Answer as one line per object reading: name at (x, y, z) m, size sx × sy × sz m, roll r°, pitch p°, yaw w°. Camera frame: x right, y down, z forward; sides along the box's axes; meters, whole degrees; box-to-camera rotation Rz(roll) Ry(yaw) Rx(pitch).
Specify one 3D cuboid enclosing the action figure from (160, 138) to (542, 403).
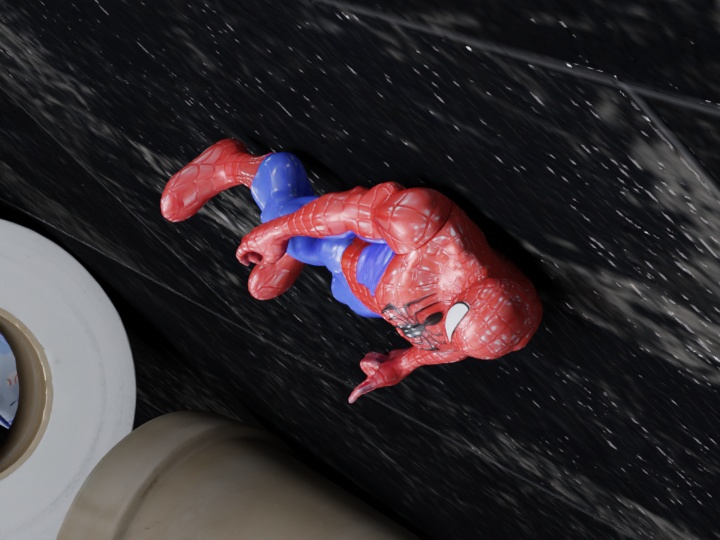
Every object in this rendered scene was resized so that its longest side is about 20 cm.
action figure at (0.000, 0.000, 0.835) m, size 0.065 × 0.052 × 0.200 m, roll 48°, pitch 167°, yaw -21°

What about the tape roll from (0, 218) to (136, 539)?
tape roll at (-0.234, 0.068, 1.632) m, size 0.203 × 0.203 × 0.139 m, roll 41°, pitch 170°, yaw -9°

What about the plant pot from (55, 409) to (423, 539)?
plant pot at (-0.042, 0.187, 1.552) m, size 0.173 × 0.200 × 0.200 m, roll 10°, pitch 153°, yaw 38°

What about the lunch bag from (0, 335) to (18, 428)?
lunch bag at (-0.345, 0.051, 2.416) m, size 0.200 × 0.076 × 0.160 m, roll 36°, pitch 173°, yaw 20°
